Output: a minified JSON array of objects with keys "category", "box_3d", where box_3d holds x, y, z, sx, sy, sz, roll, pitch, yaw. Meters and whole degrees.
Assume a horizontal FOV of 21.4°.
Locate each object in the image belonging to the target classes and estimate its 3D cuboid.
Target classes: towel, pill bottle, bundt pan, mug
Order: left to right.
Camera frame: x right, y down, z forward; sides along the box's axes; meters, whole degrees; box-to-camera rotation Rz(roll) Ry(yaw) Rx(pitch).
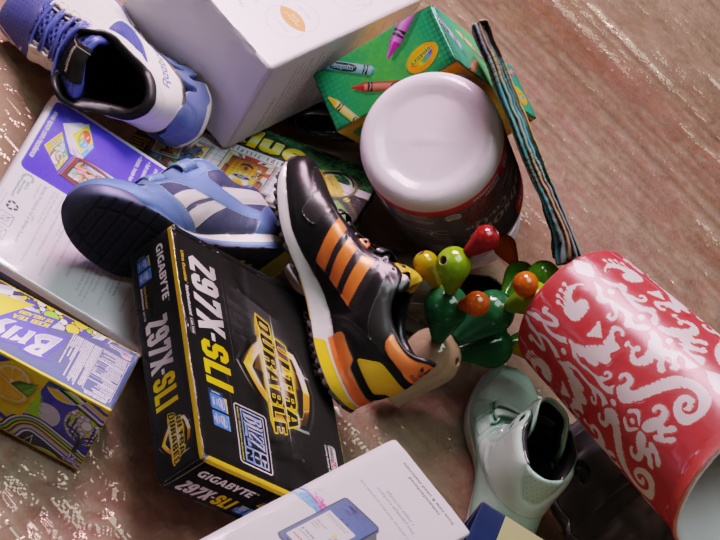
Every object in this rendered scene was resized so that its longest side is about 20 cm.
[{"category":"pill bottle","box_3d":[0.073,-0.075,1.564,0.116,0.116,0.200,50,-1,20]},{"category":"towel","box_3d":[0.130,-0.097,1.501,0.147,0.022,0.201,-7,75,-85]},{"category":"mug","box_3d":[0.208,0.103,1.390,0.133,0.178,0.200,-8,42,-39]},{"category":"bundt pan","box_3d":[0.252,0.174,1.531,0.201,0.076,0.202,20,39,-17]}]

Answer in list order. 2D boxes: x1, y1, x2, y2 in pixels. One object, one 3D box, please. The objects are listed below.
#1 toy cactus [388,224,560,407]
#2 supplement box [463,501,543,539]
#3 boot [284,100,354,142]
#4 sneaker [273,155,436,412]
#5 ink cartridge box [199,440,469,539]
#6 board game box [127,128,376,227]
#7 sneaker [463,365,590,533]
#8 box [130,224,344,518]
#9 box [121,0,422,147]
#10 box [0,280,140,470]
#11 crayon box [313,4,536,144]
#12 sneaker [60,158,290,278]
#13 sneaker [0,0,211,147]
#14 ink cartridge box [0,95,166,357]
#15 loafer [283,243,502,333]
[{"category":"toy cactus","box_3d":[0.079,0.037,1.472,0.102,0.165,0.200,55,7,22]},{"category":"supplement box","box_3d":[0.107,0.302,1.244,0.199,0.134,0.200,33,38,-1]},{"category":"boot","box_3d":[-0.070,-0.196,1.699,0.199,0.069,0.175,13,42,-27]},{"category":"sneaker","box_3d":[0.000,0.000,1.423,0.070,0.090,0.201,28,45,-68]},{"category":"ink cartridge box","box_3d":[-0.046,0.210,1.223,0.200,0.145,0.088,-19,63,-47]},{"category":"board game box","box_3d":[-0.089,-0.082,1.564,0.199,0.024,0.105,20,34,6]},{"category":"sneaker","box_3d":[0.133,0.123,1.466,0.073,0.118,0.201,22,38,-12]},{"category":"box","box_3d":[-0.084,0.083,1.355,0.159,0.049,0.201,29,38,-41]},{"category":"box","box_3d":[-0.076,-0.220,1.604,0.200,0.106,0.152,-30,73,-41]},{"category":"box","box_3d":[-0.259,0.051,1.302,0.199,0.070,0.064,29,37,-5]},{"category":"crayon box","box_3d":[0.059,-0.147,1.622,0.200,0.118,0.058,23,41,-64]},{"category":"sneaker","box_3d":[-0.142,-0.041,1.415,0.199,0.074,0.083,14,48,-44]},{"category":"sneaker","box_3d":[-0.217,-0.177,1.515,0.199,0.081,0.115,36,8,21]},{"category":"ink cartridge box","box_3d":[-0.187,-0.017,1.443,0.199,0.043,0.199,32,38,-10]},{"category":"loafer","box_3d":[0.032,0.005,1.557,0.199,0.070,0.075,16,41,-21]}]
